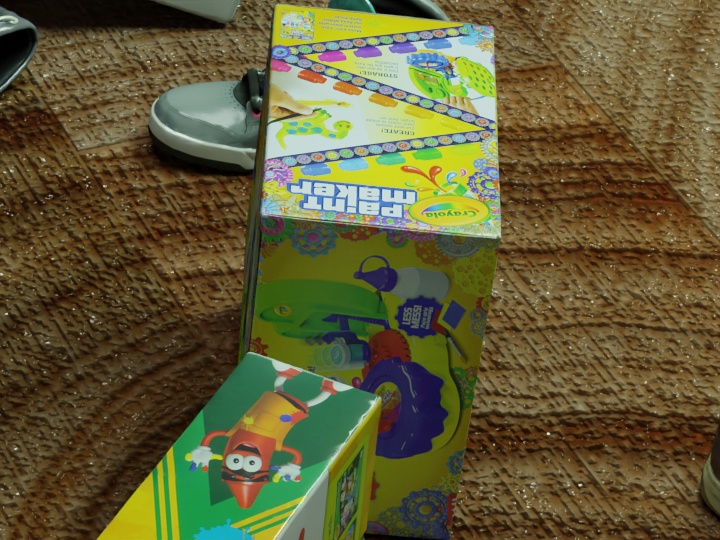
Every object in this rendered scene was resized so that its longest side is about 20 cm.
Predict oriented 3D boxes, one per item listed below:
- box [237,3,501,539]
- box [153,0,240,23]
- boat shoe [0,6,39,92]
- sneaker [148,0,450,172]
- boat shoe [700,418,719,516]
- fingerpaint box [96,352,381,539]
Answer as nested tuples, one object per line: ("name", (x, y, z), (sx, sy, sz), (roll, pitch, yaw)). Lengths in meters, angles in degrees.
("box", (0.000, 0.000, 1.575), (0.121, 0.201, 0.193), (6, 38, -3))
("box", (-0.161, -0.285, 1.933), (0.198, 0.131, 0.200), (16, 32, -26))
("boat shoe", (-0.254, -0.108, 1.784), (0.062, 0.073, 0.200), (14, 33, 14))
("sneaker", (-0.026, -0.125, 1.801), (0.199, 0.121, 0.084), (-3, 38, -13))
("boat shoe", (0.271, 0.124, 1.562), (0.199, 0.072, 0.072), (28, 42, 26))
("fingerpaint box", (-0.063, 0.167, 1.345), (0.073, 0.201, 0.167), (18, 39, 17))
